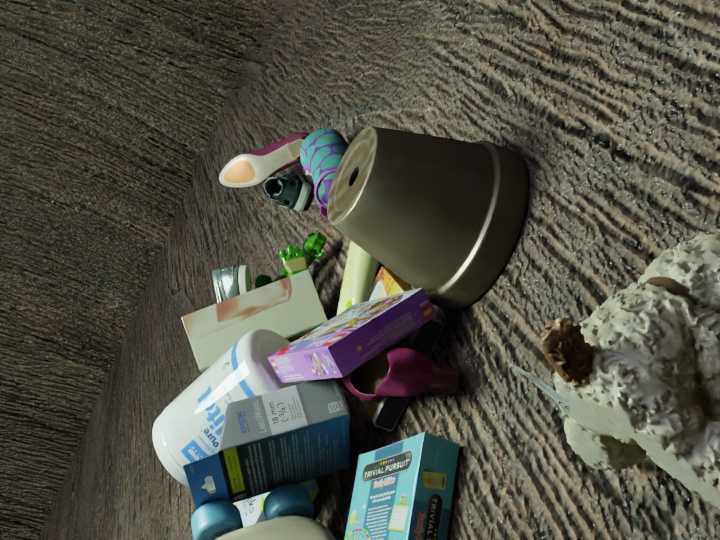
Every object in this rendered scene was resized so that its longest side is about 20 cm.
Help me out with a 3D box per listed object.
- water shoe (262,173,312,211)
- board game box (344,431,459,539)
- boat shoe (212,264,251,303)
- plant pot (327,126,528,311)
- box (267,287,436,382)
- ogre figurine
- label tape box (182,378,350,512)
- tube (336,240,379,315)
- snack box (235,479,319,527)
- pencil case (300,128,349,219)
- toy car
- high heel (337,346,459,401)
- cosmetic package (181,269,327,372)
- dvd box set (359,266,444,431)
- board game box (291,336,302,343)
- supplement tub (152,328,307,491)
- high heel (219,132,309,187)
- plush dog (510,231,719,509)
[{"bbox_3d":[-0.151,-0.163,1.868,0.072,0.078,0.200,-68,20,0],"label":"water shoe"},{"bbox_3d":[0.033,0.282,0.996,0.151,0.047,0.202,-35,39,57],"label":"board game box"},{"bbox_3d":[-0.207,0.090,1.556,0.073,0.061,0.202,-75,-15,-79],"label":"boat shoe"},{"bbox_3d":[0.064,-0.075,1.091,0.200,0.172,0.201,-50,28,39],"label":"plant pot"},{"bbox_3d":[-0.015,0.079,1.127,0.136,0.039,0.200,-30,5,-25],"label":"box"},{"bbox_3d":[-0.123,0.038,1.556,0.120,0.097,0.202,140,140,-73],"label":"ogre figurine"},{"bbox_3d":[-0.114,0.210,1.158,0.145,0.198,0.064,91,161,-53],"label":"label tape box"},{"bbox_3d":[0.000,0.000,1.367,0.058,0.051,0.202,31,-109,-69],"label":"tube"},{"bbox_3d":[-0.142,0.322,1.330,0.201,0.067,0.169,-61,25,16],"label":"snack box"},{"bbox_3d":[-0.048,-0.163,1.594,0.092,0.085,0.200,-46,25,13],"label":"pencil case"},{"bbox_3d":[-0.110,0.399,1.158,0.185,0.175,0.201,-117,21,-47],"label":"toy car"},{"bbox_3d":[0.012,0.108,1.072,0.199,0.096,0.068,-10,69,50],"label":"high heel"},{"bbox_3d":[-0.155,0.077,1.429,0.103,0.198,0.088,121,128,-79],"label":"cosmetic package"},{"bbox_3d":[0.033,0.092,1.210,0.147,0.029,0.200,-65,20,11],"label":"dvd box set"},{"bbox_3d":[-0.148,0.192,1.410,0.201,0.035,0.126,-57,-17,27],"label":"board game box"},{"bbox_3d":[-0.163,0.183,1.263,0.200,0.132,0.132,-42,29,22],"label":"supplement tub"},{"bbox_3d":[-0.182,-0.219,1.904,0.199,0.068,0.096,-27,8,12],"label":"high heel"},{"bbox_3d":[0.216,0.042,0.658,0.172,0.161,0.200,-46,16,-17],"label":"plush dog"}]
